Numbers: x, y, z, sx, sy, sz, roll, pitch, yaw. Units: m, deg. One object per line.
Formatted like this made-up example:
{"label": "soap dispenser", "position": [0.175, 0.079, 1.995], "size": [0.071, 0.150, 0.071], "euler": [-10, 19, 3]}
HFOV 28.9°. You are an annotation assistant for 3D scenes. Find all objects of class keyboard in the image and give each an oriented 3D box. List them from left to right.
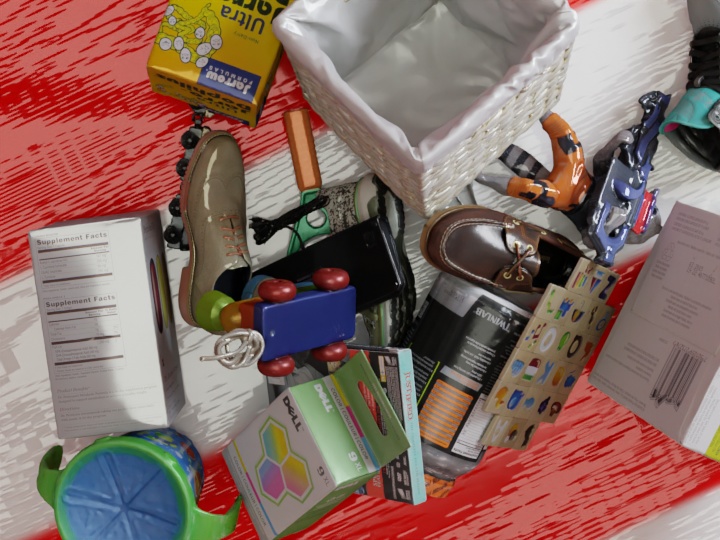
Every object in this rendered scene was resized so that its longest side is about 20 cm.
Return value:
{"label": "keyboard", "position": [-0.047, -0.008, 1.339], "size": [0.200, 0.021, 0.128], "euler": [-23, 83, 37]}

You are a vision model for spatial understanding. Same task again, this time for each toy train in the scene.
{"label": "toy train", "position": [-0.155, -0.116, 1.371], "size": [0.046, 0.034, 0.201], "euler": [11, 97, -5]}
{"label": "toy train", "position": [-0.106, 0.045, 1.257], "size": [0.115, 0.200, 0.085], "euler": [12, 106, 40]}

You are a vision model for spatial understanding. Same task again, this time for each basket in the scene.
{"label": "basket", "position": [0.063, -0.188, 1.257], "size": [0.198, 0.161, 0.200], "euler": [-42, 71, -8]}

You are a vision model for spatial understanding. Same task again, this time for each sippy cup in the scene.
{"label": "sippy cup", "position": [-0.212, 0.213, 1.357], "size": [0.140, 0.130, 0.178], "euler": [-41, 92, 12]}

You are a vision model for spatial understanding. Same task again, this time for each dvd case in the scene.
{"label": "dvd case", "position": [-0.019, 0.140, 1.340], "size": [0.022, 0.200, 0.147], "euler": [-13, 99, -43]}

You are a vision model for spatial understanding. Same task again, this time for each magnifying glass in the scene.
{"label": "magnifying glass", "position": [-0.045, -0.060, 1.387], "size": [0.079, 0.022, 0.201], "euler": [-11, 98, 0]}

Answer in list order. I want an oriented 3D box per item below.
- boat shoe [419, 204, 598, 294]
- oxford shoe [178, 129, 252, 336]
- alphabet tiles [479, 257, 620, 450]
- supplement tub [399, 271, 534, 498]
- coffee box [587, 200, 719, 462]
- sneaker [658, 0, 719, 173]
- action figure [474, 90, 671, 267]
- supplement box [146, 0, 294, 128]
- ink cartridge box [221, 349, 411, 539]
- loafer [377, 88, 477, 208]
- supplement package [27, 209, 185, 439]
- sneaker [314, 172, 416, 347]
{"label": "boat shoe", "position": [0.146, -0.016, 1.314], "size": [0.199, 0.070, 0.071], "euler": [7, 104, -40]}
{"label": "oxford shoe", "position": [-0.128, -0.033, 1.345], "size": [0.071, 0.074, 0.201], "euler": [-12, 112, -37]}
{"label": "alphabet tiles", "position": [0.184, 0.084, 1.343], "size": [0.006, 0.166, 0.201], "euler": [31, 98, 31]}
{"label": "supplement tub", "position": [0.088, 0.110, 1.355], "size": [0.122, 0.123, 0.201], "euler": [28, 96, -4]}
{"label": "coffee box", "position": [0.370, 0.076, 1.295], "size": [0.197, 0.200, 0.201], "euler": [23, 96, -19]}
{"label": "sneaker", "position": [0.331, -0.177, 1.332], "size": [0.120, 0.084, 0.201], "euler": [-29, 98, -25]}
{"label": "action figure", "position": [0.222, -0.101, 1.365], "size": [0.193, 0.105, 0.200], "euler": [36, 65, -10]}
{"label": "supplement box", "position": [-0.114, -0.251, 1.298], "size": [0.108, 0.110, 0.201], "euler": [19, 84, -3]}
{"label": "ink cartridge box", "position": [-0.047, 0.169, 1.315], "size": [0.200, 0.059, 0.104], "euler": [-44, 66, 45]}
{"label": "loafer", "position": [0.079, -0.093, 1.358], "size": [0.070, 0.070, 0.200], "euler": [-39, 95, 12]}
{"label": "supplement package", "position": [-0.242, 0.049, 1.350], "size": [0.109, 0.114, 0.201], "euler": [-7, 97, 2]}
{"label": "sneaker", "position": [0.000, 0.000, 1.364], "size": [0.088, 0.077, 0.201], "euler": [-1, 103, 24]}
